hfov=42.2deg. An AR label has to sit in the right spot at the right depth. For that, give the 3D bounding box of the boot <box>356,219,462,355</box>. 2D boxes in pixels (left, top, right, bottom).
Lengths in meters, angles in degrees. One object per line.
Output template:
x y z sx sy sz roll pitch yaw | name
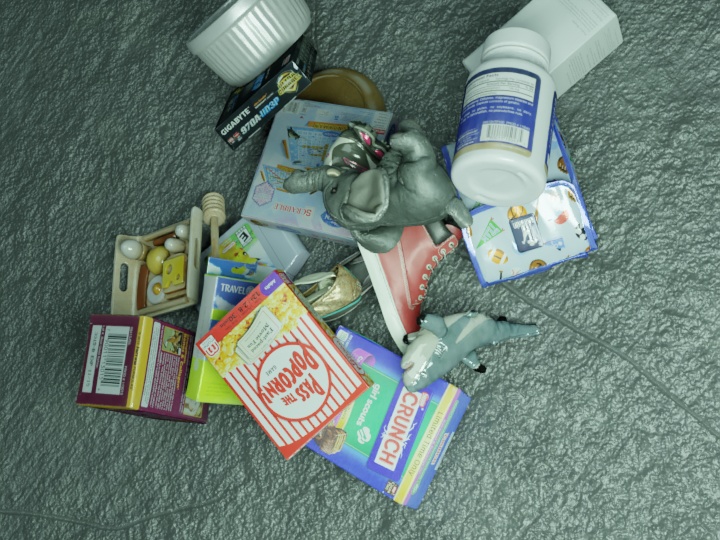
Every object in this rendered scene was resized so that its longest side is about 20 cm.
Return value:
0.091 0.014 1.284 0.142 0.072 0.203 -19 95 5 | boot

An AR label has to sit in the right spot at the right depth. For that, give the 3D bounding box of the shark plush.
0.140 0.103 1.237 0.091 0.197 0.085 -47 55 56 | shark plush

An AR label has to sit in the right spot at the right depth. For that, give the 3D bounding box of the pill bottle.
0.184 -0.195 1.170 0.118 0.120 0.203 2 65 24 | pill bottle

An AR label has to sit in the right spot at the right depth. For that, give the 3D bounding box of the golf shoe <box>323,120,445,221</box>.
0.035 -0.118 1.320 0.200 0.077 0.088 43 88 -15 | golf shoe

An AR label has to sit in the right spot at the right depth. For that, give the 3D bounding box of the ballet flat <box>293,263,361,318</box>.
-0.094 0.051 1.307 0.198 0.066 0.071 -30 23 -3 | ballet flat

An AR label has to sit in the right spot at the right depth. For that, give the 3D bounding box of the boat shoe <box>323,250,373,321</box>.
0.000 0.000 1.354 0.199 0.057 0.067 -36 64 10 | boat shoe

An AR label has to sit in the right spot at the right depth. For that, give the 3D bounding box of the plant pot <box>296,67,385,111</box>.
-0.055 -0.230 1.463 0.197 0.027 0.204 -7 72 21 | plant pot

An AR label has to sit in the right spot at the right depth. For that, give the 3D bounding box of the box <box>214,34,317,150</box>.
-0.141 -0.278 1.428 0.158 0.046 0.201 -37 21 17 | box

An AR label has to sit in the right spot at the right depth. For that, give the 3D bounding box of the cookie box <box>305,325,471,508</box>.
0.024 0.198 1.277 0.198 0.075 0.173 25 85 27 | cookie box

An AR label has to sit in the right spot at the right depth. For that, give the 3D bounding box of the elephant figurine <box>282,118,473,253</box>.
0.017 -0.092 1.220 0.198 0.142 0.156 -31 25 4 | elephant figurine

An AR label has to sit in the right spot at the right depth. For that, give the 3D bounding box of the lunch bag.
0.214 -0.093 1.250 0.168 0.124 0.203 -18 69 17 | lunch bag

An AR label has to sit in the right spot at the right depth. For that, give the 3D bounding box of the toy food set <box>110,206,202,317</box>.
-0.324 -0.009 1.473 0.198 0.060 0.146 -15 68 40 | toy food set

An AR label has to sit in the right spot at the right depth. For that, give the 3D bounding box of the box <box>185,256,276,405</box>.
-0.177 0.090 1.350 0.047 0.120 0.204 8 89 55 | box

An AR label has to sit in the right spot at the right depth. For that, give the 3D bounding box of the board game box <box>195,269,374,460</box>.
-0.101 0.124 1.250 0.151 0.046 0.201 -42 84 9 | board game box

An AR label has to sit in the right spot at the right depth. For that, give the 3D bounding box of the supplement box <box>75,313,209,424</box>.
-0.306 0.146 1.365 0.102 0.200 0.133 0 75 23 | supplement box

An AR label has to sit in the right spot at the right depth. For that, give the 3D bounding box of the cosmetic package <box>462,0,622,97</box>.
0.257 -0.309 1.320 0.199 0.081 0.114 -39 63 10 | cosmetic package

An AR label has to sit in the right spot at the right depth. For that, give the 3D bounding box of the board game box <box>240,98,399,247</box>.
-0.060 -0.151 1.400 0.197 0.041 0.203 13 78 26 | board game box

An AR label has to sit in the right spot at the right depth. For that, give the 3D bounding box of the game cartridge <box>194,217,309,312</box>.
-0.179 -0.002 1.447 0.199 0.040 0.134 -40 67 9 | game cartridge

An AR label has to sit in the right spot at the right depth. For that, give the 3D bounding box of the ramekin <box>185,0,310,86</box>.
-0.169 -0.382 1.468 0.199 0.105 0.201 -37 20 16 | ramekin

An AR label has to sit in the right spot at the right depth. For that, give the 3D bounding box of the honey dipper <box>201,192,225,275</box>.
-0.223 -0.046 1.430 0.038 0.038 0.202 -28 40 14 | honey dipper
